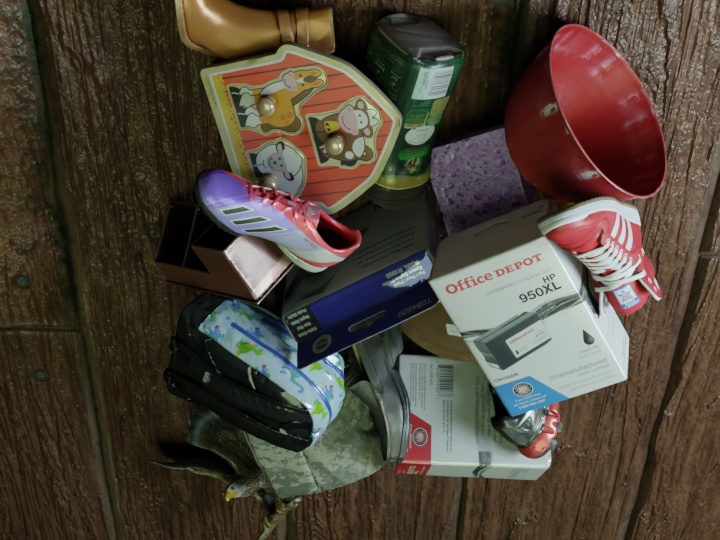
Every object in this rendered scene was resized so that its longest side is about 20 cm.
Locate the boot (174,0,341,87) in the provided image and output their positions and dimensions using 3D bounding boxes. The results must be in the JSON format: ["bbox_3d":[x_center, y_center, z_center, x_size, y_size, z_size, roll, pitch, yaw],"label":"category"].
[{"bbox_3d":[-0.105,-0.255,1.216,0.154,0.077,0.201,-10,130,10],"label":"boot"}]

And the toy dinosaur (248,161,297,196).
[{"bbox_3d":[-0.069,-0.142,1.307,0.077,0.102,0.201,26,117,-4],"label":"toy dinosaur"}]

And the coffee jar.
[{"bbox_3d":[0.043,-0.170,1.265,0.085,0.104,0.201,-14,137,-32],"label":"coffee jar"}]

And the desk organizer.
[{"bbox_3d":[-0.171,-0.025,1.337,0.200,0.072,0.077,10,140,50],"label":"desk organizer"}]

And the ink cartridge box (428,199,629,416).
[{"bbox_3d":[0.184,0.043,1.258,0.144,0.084,0.200,-22,114,25],"label":"ink cartridge box"}]

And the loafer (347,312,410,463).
[{"bbox_3d":[0.017,0.142,1.442,0.072,0.201,0.073,-7,174,-14],"label":"loafer"}]

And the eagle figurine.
[{"bbox_3d":[-0.178,0.282,1.641,0.200,0.151,0.152,43,78,4],"label":"eagle figurine"}]

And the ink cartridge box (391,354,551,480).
[{"bbox_3d":[0.144,0.194,1.523,0.199,0.145,0.084,3,159,-1],"label":"ink cartridge box"}]

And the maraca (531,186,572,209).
[{"bbox_3d":[0.229,-0.037,1.362,0.137,0.107,0.201,16,120,21],"label":"maraca"}]

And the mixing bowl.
[{"bbox_3d":[0.225,-0.150,1.240,0.200,0.201,0.108,39,135,-27],"label":"mixing bowl"}]

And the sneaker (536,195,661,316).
[{"bbox_3d":[0.247,-0.010,1.175,0.071,0.113,0.200,-19,169,32],"label":"sneaker"}]

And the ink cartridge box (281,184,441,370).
[{"bbox_3d":[0.000,0.000,1.344,0.199,0.200,0.041,-27,124,20],"label":"ink cartridge box"}]

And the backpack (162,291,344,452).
[{"bbox_3d":[-0.117,0.127,1.382,0.200,0.154,0.164,37,137,21],"label":"backpack"}]

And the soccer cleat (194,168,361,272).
[{"bbox_3d":[-0.086,-0.060,1.224,0.073,0.069,0.200,-22,142,38],"label":"soccer cleat"}]

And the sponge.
[{"bbox_3d":[0.149,-0.058,1.315,0.111,0.030,0.201,-11,103,33],"label":"sponge"}]

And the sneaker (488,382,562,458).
[{"bbox_3d":[0.214,0.129,1.457,0.098,0.201,0.071,26,158,-23],"label":"sneaker"}]

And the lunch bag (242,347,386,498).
[{"bbox_3d":[-0.057,0.196,1.540,0.167,0.140,0.201,-10,129,9],"label":"lunch bag"}]

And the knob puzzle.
[{"bbox_3d":[-0.054,-0.143,1.219,0.218,0.031,0.221,6,122,9],"label":"knob puzzle"}]

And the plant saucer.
[{"bbox_3d":[0.113,0.043,1.437,0.199,0.030,0.201,17,137,17],"label":"plant saucer"}]
